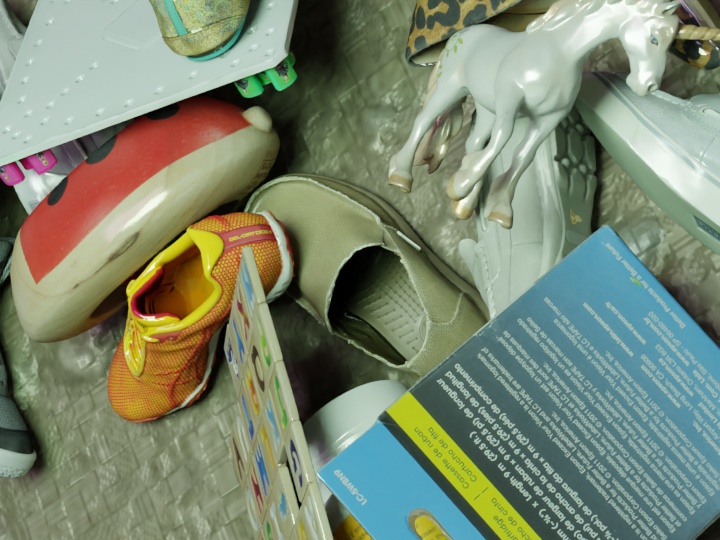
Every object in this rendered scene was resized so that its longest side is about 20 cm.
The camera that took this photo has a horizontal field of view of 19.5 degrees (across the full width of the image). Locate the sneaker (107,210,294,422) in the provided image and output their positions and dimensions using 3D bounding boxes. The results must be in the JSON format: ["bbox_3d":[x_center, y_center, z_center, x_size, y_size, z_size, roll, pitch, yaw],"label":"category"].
[{"bbox_3d":[-0.113,0.025,1.227,0.200,0.077,0.073,-53,54,45],"label":"sneaker"}]

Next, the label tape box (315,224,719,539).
[{"bbox_3d":[0.092,0.096,1.020,0.200,0.063,0.144,-38,81,-20],"label":"label tape box"}]

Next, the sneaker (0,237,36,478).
[{"bbox_3d":[-0.253,0.037,1.343,0.200,0.075,0.114,45,108,35],"label":"sneaker"}]

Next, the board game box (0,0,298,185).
[{"bbox_3d":[-0.117,-0.144,1.245,0.200,0.026,0.200,-17,37,20],"label":"board game box"}]

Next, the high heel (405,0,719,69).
[{"bbox_3d":[0.108,-0.125,1.134,0.143,0.071,0.200,-46,43,11],"label":"high heel"}]

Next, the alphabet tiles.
[{"bbox_3d":[-0.050,0.103,1.148,0.008,0.200,0.167,-11,67,-14],"label":"alphabet tiles"}]

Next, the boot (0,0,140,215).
[{"bbox_3d":[-0.190,-0.119,1.350,0.095,0.074,0.200,-26,57,2],"label":"boot"}]

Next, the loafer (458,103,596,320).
[{"bbox_3d":[0.089,-0.004,1.132,0.070,0.070,0.200,-14,65,36],"label":"loafer"}]

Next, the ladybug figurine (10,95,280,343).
[{"bbox_3d":[-0.133,-0.037,1.240,0.200,0.136,0.072,-39,85,14],"label":"ladybug figurine"}]

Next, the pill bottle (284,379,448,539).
[{"bbox_3d":[0.043,0.158,1.097,0.113,0.113,0.200,-46,58,17],"label":"pill bottle"}]

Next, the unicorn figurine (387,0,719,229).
[{"bbox_3d":[0.085,-0.090,1.069,0.200,0.074,0.138,23,85,50],"label":"unicorn figurine"}]

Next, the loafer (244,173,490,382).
[{"bbox_3d":[0.000,0.000,1.187,0.200,0.067,0.076,33,99,34],"label":"loafer"}]

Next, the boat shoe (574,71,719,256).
[{"bbox_3d":[0.193,-0.053,1.079,0.072,0.070,0.201,-44,56,-5],"label":"boat shoe"}]

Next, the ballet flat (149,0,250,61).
[{"bbox_3d":[-0.083,-0.201,1.208,0.071,0.071,0.200,-24,33,28],"label":"ballet flat"}]
